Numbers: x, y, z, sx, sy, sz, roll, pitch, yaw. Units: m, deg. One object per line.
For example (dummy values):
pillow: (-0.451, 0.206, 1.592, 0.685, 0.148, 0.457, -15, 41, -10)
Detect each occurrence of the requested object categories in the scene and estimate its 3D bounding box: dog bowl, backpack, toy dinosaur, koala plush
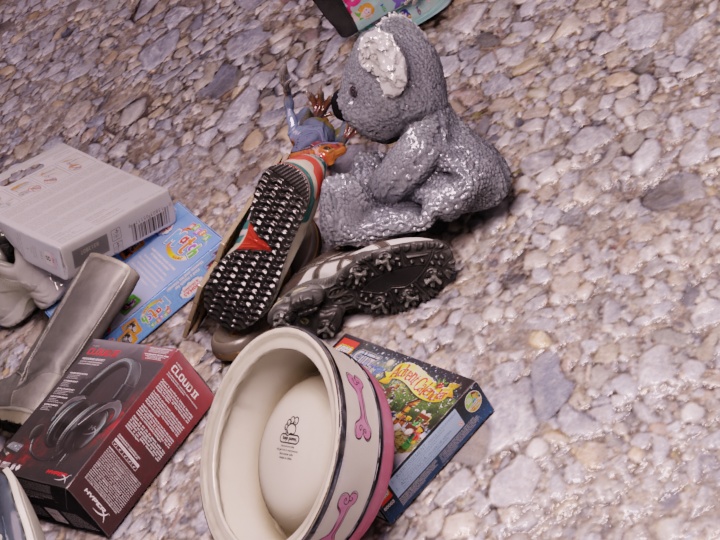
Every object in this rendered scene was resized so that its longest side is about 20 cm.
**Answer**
dog bowl: (-0.050, 0.152, 1.469, 0.199, 0.073, 0.203, -24, 59, 48)
backpack: (0.034, -0.375, 2.137, 0.199, 0.151, 0.178, -38, 32, 7)
toy dinosaur: (-0.036, -0.133, 1.869, 0.104, 0.202, 0.182, 13, 40, 10)
koala plush: (0.044, -0.148, 1.713, 0.182, 0.202, 0.177, -10, 10, 16)

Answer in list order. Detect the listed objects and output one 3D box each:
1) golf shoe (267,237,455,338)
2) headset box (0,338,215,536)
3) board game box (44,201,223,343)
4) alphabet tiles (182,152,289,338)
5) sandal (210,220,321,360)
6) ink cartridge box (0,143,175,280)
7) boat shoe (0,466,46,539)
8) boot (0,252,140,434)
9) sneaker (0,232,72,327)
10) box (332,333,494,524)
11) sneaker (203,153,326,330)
golf shoe: (0.000, 0.000, 1.711, 0.198, 0.078, 0.095, -20, 32, 21)
headset box: (-0.249, 0.153, 1.738, 0.148, 0.077, 0.201, 4, 49, 47)
board game box: (-0.246, 0.017, 1.968, 0.200, 0.037, 0.151, -41, 30, -8)
alphabet tiles: (-0.129, -0.027, 1.836, 0.201, 0.006, 0.167, -60, -3, -36)
sandal: (-0.103, 0.007, 1.823, 0.081, 0.055, 0.201, -3, 42, 42)
ink cartridge box: (-0.333, -0.069, 1.998, 0.199, 0.058, 0.162, 19, 39, 41)
boat shoe: (-0.313, 0.266, 1.616, 0.061, 0.075, 0.201, -27, 52, -4)
boot: (-0.329, 0.076, 1.874, 0.181, 0.072, 0.202, 4, 68, 47)
sneaker: (-0.397, -0.001, 2.053, 0.199, 0.100, 0.078, -25, 20, 53)
box: (0.006, 0.134, 1.551, 0.137, 0.038, 0.199, -46, 32, -19)
sneaker: (-0.085, -0.030, 1.742, 0.093, 0.070, 0.201, -40, -20, -59)
